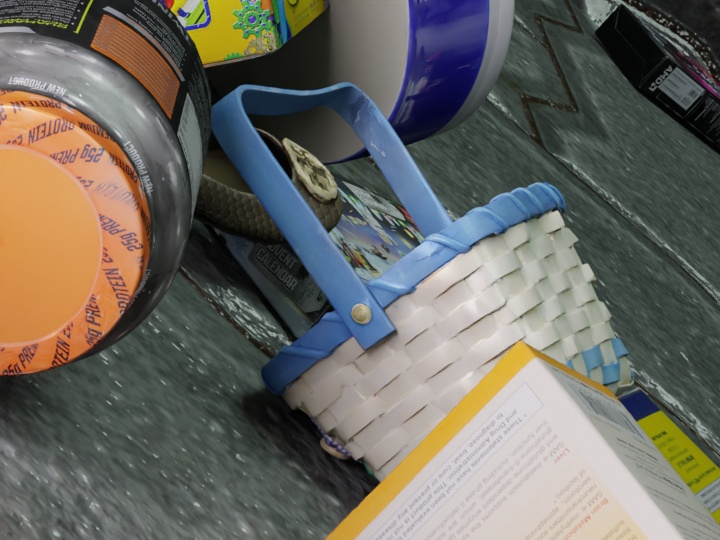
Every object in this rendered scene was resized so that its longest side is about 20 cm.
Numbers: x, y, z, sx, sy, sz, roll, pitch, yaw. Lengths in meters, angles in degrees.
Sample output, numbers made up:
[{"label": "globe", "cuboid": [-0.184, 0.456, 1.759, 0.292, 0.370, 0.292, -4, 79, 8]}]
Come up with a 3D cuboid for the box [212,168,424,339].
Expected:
[{"label": "box", "cuboid": [0.000, 0.000, 1.464, 0.137, 0.040, 0.200, 51, 15, 33]}]

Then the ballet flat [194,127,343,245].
[{"label": "ballet flat", "cuboid": [-0.079, -0.056, 1.313, 0.200, 0.046, 0.067, 15, 29, -41]}]

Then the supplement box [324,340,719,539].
[{"label": "supplement box", "cuboid": [0.087, 0.142, 1.082, 0.073, 0.126, 0.200, 29, 19, -51]}]

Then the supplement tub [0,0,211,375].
[{"label": "supplement tub", "cuboid": [-0.119, -0.038, 1.047, 0.122, 0.123, 0.200, 41, 13, -10]}]

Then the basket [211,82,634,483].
[{"label": "basket", "cuboid": [0.019, 0.002, 1.262, 0.200, 0.139, 0.176, 60, 21, 7]}]

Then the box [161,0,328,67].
[{"label": "box", "cuboid": [-0.103, -0.203, 1.426, 0.200, 0.122, 0.193, -62, 141, -76]}]

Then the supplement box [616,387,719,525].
[{"label": "supplement box", "cuboid": [0.144, 0.161, 1.225, 0.200, 0.109, 0.110, 46, 13, 10]}]

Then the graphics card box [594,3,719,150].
[{"label": "graphics card box", "cuboid": [0.356, -0.203, 3.156, 0.200, 0.051, 0.126, 32, 17, -37]}]

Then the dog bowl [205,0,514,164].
[{"label": "dog bowl", "cuboid": [-0.011, -0.162, 1.578, 0.079, 0.200, 0.200, -20, 58, -39]}]
